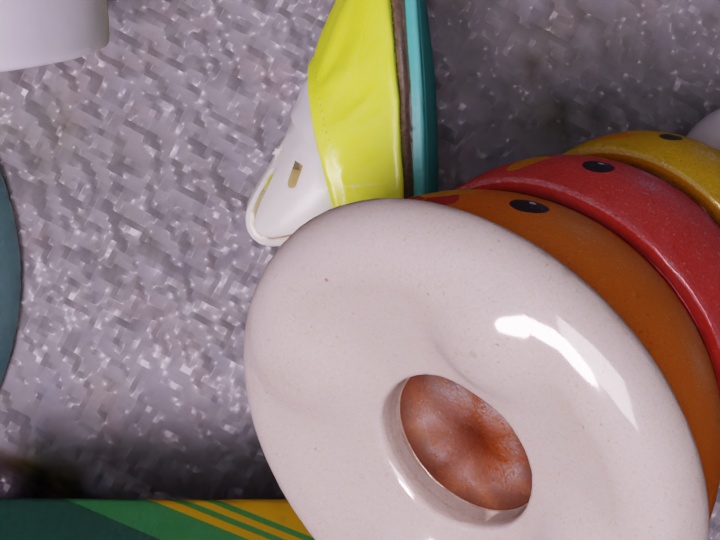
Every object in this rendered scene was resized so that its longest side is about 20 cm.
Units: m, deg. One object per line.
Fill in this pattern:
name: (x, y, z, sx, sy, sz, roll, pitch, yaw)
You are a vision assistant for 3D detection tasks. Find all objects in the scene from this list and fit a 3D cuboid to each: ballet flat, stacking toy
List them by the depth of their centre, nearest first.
stacking toy: (0.075, 0.007, 0.729, 0.146, 0.200, 0.146, 22, 131, 27)
ballet flat: (0.000, 0.000, 0.776, 0.067, 0.067, 0.200, -8, 104, 5)

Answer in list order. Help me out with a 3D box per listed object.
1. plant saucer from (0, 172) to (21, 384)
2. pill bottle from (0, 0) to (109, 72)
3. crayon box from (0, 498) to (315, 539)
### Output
plant saucer: (-0.209, 0.003, 0.796, 0.200, 0.036, 0.200, 0, 103, 1)
pill bottle: (-0.127, -0.159, 0.714, 0.120, 0.120, 0.200, -4, 102, 2)
crayon box: (-0.034, 0.130, 0.785, 0.200, 0.052, 0.126, 1, 133, 2)
